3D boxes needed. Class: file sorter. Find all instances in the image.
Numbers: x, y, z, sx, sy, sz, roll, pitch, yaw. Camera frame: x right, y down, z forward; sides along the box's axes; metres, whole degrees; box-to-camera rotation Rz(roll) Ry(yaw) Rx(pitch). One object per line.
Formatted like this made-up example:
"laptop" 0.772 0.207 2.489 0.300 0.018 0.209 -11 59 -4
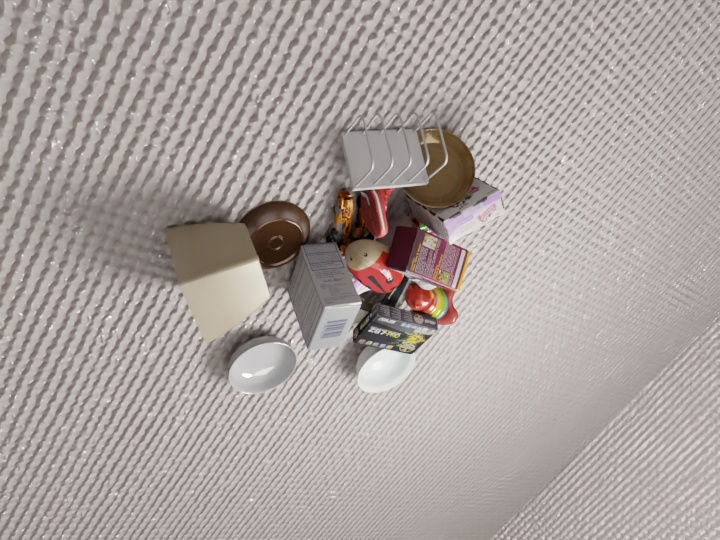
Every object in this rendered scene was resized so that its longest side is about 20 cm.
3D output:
"file sorter" 0.076 -0.275 1.465 0.198 0.140 0.124 -8 168 -24

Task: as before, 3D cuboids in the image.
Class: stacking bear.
"stacking bear" 0.194 0.087 1.872 0.113 0.123 0.200 -14 162 24

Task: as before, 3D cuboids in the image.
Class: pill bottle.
"pill bottle" 0.143 -0.045 1.731 0.114 0.114 0.200 -41 124 9

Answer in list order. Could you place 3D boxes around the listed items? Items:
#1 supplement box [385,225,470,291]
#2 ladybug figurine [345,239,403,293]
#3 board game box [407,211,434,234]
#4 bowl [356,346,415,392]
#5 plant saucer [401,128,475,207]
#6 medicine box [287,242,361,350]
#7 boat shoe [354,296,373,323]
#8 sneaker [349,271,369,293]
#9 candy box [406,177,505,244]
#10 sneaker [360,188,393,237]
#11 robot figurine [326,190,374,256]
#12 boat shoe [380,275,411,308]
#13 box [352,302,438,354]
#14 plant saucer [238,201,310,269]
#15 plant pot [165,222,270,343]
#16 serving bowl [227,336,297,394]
"supplement box" 0.171 -0.029 1.630 0.199 0.085 0.112 20 85 -37
"ladybug figurine" 0.039 -0.002 1.658 0.135 0.073 0.200 -18 139 30
"board game box" 0.200 -0.131 1.766 0.157 0.039 0.200 23 114 -41
"bowl" 0.064 0.279 2.018 0.199 0.091 0.203 -15 134 -17
"plant saucer" 0.180 -0.245 1.577 0.198 0.202 0.035 -23 171 -10
"medicine box" -0.097 0.064 1.631 0.102 0.201 0.183 -5 143 -25
"boat shoe" -0.029 0.094 1.823 0.072 0.061 0.201 -28 141 29
"sneaker" 0.000 0.000 1.755 0.199 0.073 0.115 -17 131 -30
"candy box" 0.236 -0.167 1.625 0.167 0.200 0.072 -29 123 -11
"sneaker" 0.059 -0.180 1.543 0.114 0.202 0.078 -8 168 -29
"robot figurine" -0.014 -0.115 1.645 0.143 0.058 0.202 -12 132 -19
"boat shoe" 0.101 0.054 1.856 0.060 0.076 0.202 23 103 2
"box" 0.099 0.170 1.852 0.198 0.050 0.161 15 139 -22
"plant saucer" -0.211 -0.075 1.585 0.198 0.037 0.202 -17 135 -17
"plant pot" -0.315 0.006 1.474 0.175 0.201 0.201 -21 135 -11
"serving bowl" -0.281 0.254 1.815 0.198 0.066 0.202 -16 134 -18
